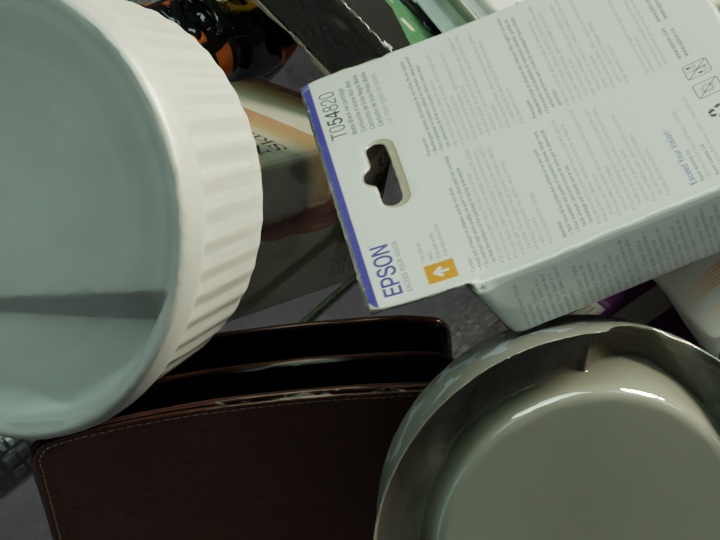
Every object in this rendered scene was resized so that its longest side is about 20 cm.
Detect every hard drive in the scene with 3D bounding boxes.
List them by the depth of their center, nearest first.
[{"bbox_3d":[-0.016,-0.145,1.302,0.200,0.140,0.038,44,105,0],"label":"hard drive"}]

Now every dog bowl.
[{"bbox_3d":[0.097,0.111,1.070,0.198,0.202,0.059,-13,21,-5],"label":"dog bowl"}]

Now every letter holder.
[{"bbox_3d":[-0.050,0.074,1.147,0.198,0.143,0.101,-8,47,1],"label":"letter holder"}]

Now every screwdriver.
[{"bbox_3d":[0.000,0.000,1.264,0.029,0.028,0.200,-10,23,47],"label":"screwdriver"}]

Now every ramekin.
[{"bbox_3d":[-0.133,-0.032,1.084,0.201,0.204,0.094,24,20,26],"label":"ramekin"}]

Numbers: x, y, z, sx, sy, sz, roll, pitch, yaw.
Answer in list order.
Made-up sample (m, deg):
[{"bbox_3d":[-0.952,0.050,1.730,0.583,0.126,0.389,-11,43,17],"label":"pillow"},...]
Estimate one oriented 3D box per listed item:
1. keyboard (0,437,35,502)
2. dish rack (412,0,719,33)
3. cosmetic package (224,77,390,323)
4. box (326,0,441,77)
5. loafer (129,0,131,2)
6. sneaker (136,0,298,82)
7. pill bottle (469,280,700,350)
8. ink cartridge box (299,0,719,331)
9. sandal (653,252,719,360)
[{"bbox_3d":[-0.150,0.055,1.256,0.056,0.011,0.200,42,62,14],"label":"keyboard"},{"bbox_3d":[0.122,-0.170,1.341,0.170,0.044,0.200,-19,37,-12],"label":"dish rack"},{"bbox_3d":[-0.079,-0.034,1.224,0.103,0.088,0.200,22,21,24],"label":"cosmetic package"},{"bbox_3d":[0.075,-0.163,1.420,0.198,0.035,0.111,-5,48,3],"label":"box"},{"bbox_3d":[-0.144,-0.090,1.346,0.071,0.063,0.201,-2,40,-10],"label":"loafer"},{"bbox_3d":[-0.098,-0.128,1.293,0.090,0.200,0.070,-42,73,22],"label":"sneaker"},{"bbox_3d":[0.155,0.031,1.181,0.199,0.113,0.112,-33,52,-22],"label":"pill bottle"},{"bbox_3d":[0.084,-0.056,1.102,0.199,0.041,0.200,-20,36,2],"label":"ink cartridge box"},{"bbox_3d":[0.158,-0.019,1.098,0.079,0.059,0.207,-40,55,10],"label":"sandal"}]
